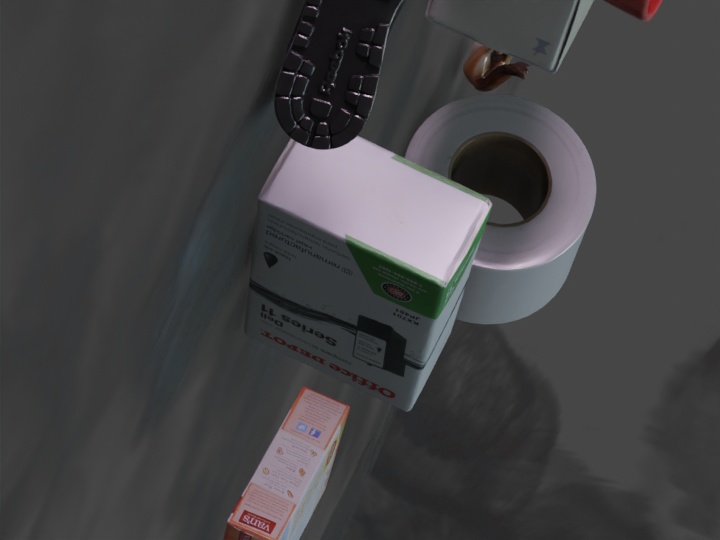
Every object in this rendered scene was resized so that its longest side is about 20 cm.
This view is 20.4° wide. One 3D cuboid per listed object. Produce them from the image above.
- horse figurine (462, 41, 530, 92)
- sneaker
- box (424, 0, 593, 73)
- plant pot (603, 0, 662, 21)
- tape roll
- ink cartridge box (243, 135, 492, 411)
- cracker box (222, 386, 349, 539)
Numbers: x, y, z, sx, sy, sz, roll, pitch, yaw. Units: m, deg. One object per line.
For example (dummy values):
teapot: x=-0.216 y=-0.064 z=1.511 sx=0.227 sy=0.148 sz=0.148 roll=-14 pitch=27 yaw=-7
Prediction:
horse figurine: x=0.155 y=-0.248 z=2.199 sx=0.133 sy=0.050 sz=0.200 roll=-50 pitch=-168 yaw=32
sneaker: x=-0.002 y=-0.176 z=1.208 sx=0.201 sy=0.075 sz=0.088 roll=-64 pitch=-171 yaw=10
box: x=0.156 y=-0.289 z=1.763 sx=0.200 sy=0.127 sz=0.109 roll=-61 pitch=171 yaw=-46
plant pot: x=0.182 y=-0.321 z=1.600 sx=0.200 sy=0.176 sz=0.202 roll=21 pitch=90 yaw=-80
tape roll: x=0.135 y=-0.063 z=2.073 sx=0.139 sy=0.202 sz=0.203 roll=102 pitch=13 yaw=-65
ink cartridge box: x=0.000 y=0.000 z=1.423 sx=0.083 sy=0.146 sz=0.200 roll=-61 pitch=171 yaw=-28
cracker box: x=-0.081 y=0.231 z=1.976 sx=0.200 sy=0.057 sz=0.134 roll=-61 pitch=171 yaw=-47
